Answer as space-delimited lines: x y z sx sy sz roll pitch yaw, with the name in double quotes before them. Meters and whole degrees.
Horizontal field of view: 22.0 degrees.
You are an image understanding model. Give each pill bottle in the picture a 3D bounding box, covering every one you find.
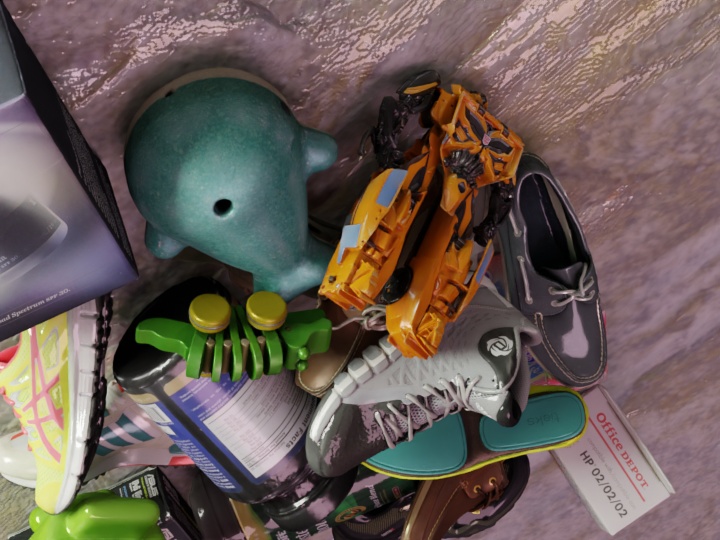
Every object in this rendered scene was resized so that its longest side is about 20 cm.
"pill bottle" -0.093 0.110 1.454 0.111 0.112 0.200 -34 117 13

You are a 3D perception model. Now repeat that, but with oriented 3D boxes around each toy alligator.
"toy alligator" -0.062 0.054 1.342 0.198 0.055 0.060 -2 136 -15

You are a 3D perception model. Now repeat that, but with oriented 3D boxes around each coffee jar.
"coffee jar" -0.050 0.188 1.630 0.198 0.086 0.104 -23 161 -1

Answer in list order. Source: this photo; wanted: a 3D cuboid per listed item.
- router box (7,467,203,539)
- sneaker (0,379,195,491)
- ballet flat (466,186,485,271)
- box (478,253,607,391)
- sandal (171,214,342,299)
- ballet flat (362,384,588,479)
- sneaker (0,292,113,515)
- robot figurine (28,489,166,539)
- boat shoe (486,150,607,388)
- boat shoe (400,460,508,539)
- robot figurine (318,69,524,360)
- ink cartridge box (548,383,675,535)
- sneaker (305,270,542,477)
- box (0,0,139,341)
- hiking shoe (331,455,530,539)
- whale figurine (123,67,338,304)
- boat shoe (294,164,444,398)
"router box" -0.206 0.274 1.675 0.149 0.062 0.201 -26 141 2
"sneaker" -0.203 0.115 1.506 0.197 0.070 0.094 -7 119 -16
"ballet flat" 0.056 0.018 1.467 0.201 0.063 0.067 -54 173 1
"box" 0.100 0.061 1.561 0.198 0.095 0.103 -19 142 -6
"sandal" -0.064 -0.012 1.424 0.200 0.058 0.080 17 126 -39
"ballet flat" 0.086 0.129 1.502 0.197 0.068 0.067 -7 180 -6
"sneaker" -0.241 0.091 1.418 0.089 0.078 0.202 7 110 -1
"robot figurine" -0.226 0.258 1.502 0.115 0.177 0.200 4 141 -35
"boat shoe" 0.152 0.004 1.464 0.072 0.062 0.202 -21 102 -10
"boat shoe" 0.097 0.175 1.626 0.201 0.067 0.072 -58 167 -23
"robot figurine" 0.054 -0.045 1.359 0.145 0.058 0.202 36 71 -32
"ink cartridge box" 0.214 0.168 1.651 0.068 0.116 0.200 -34 173 -1
"sneaker" 0.057 0.096 1.379 0.200 0.115 0.075 -46 145 -11
"box" -0.280 -0.049 1.221 0.198 0.124 0.199 -25 140 1
"hiking shoe" 0.063 0.204 1.721 0.198 0.076 0.101 -21 145 -2
"whale figurine" -0.082 -0.044 1.311 0.158 0.104 0.201 -28 122 7
"boat shoe" 0.000 0.000 1.416 0.074 0.075 0.202 30 85 -50
